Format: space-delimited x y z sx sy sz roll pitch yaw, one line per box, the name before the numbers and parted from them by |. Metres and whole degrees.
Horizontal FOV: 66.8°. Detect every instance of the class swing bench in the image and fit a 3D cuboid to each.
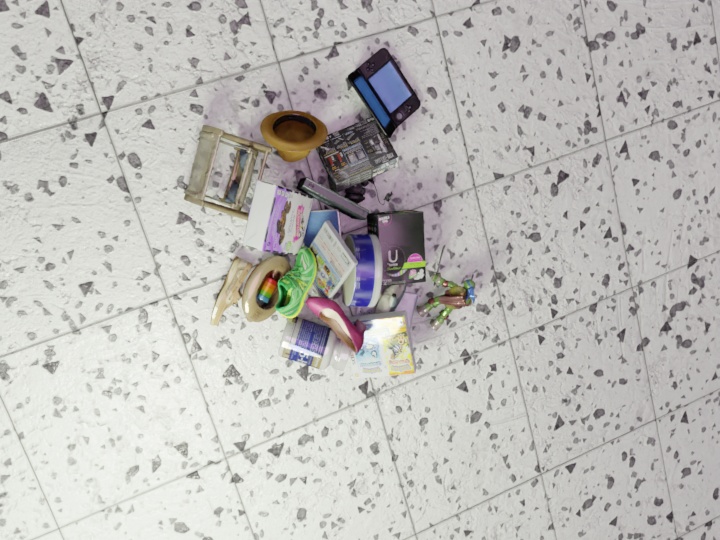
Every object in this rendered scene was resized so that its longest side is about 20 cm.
swing bench | -0.357 -0.259 1.459 0.194 0.130 0.205 15 94 -15

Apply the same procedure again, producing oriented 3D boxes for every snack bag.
snack bag | 0.075 0.150 1.680 0.194 0.021 0.195 10 95 -15

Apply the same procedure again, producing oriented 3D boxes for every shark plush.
shark plush | 0.090 0.135 1.640 0.082 0.089 0.207 5 91 -44

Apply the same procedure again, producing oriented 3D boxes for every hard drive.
hard drive | -0.080 -0.199 1.531 0.196 0.139 0.034 27 90 -16

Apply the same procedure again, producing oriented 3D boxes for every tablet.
tablet | -0.107 -0.070 1.571 0.126 0.014 0.207 0 100 26

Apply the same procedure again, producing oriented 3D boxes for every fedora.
fedora | -0.182 -0.357 1.488 0.194 0.204 0.083 -1 135 -14

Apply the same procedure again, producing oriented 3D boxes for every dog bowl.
dog bowl | 0.000 0.000 1.547 0.076 0.200 0.207 1 98 -13

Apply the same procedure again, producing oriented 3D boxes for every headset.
headset | -0.002 -0.249 1.568 0.196 0.094 0.126 27 91 -5

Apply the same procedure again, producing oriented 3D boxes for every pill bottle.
pill bottle | -0.129 0.215 1.569 0.194 0.120 0.123 18 94 -3

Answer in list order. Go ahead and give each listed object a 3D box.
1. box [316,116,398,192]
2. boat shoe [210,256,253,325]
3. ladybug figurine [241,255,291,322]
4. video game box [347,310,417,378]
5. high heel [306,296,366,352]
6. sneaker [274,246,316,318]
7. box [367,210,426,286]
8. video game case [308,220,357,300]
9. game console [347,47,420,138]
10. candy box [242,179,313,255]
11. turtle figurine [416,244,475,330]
box | -0.010 -0.330 1.537 0.195 0.050 0.161 -24 69 -9
boat shoe | -0.363 0.066 1.532 0.063 0.071 0.205 23 90 -15
ladybug figurine | -0.272 0.049 1.539 0.135 0.071 0.203 40 77 -44
video game box | 0.056 0.221 1.612 0.194 0.047 0.188 -8 109 17
high heel | -0.075 0.151 1.532 0.197 0.097 0.068 35 127 -10
sneaker | -0.180 0.032 1.517 0.083 0.073 0.206 21 86 -51
box | 0.104 -0.069 1.603 0.144 0.124 0.207 -5 98 -14
video game case | -0.092 -0.020 1.514 0.018 0.201 0.145 -23 71 -41
game console | 0.072 -0.503 1.540 0.175 0.116 0.202 -39 105 -5
candy box | -0.218 -0.137 1.476 0.070 0.199 0.173 15 95 23
turtle figurine | 0.271 0.075 1.692 0.193 0.203 0.143 -43 136 19
